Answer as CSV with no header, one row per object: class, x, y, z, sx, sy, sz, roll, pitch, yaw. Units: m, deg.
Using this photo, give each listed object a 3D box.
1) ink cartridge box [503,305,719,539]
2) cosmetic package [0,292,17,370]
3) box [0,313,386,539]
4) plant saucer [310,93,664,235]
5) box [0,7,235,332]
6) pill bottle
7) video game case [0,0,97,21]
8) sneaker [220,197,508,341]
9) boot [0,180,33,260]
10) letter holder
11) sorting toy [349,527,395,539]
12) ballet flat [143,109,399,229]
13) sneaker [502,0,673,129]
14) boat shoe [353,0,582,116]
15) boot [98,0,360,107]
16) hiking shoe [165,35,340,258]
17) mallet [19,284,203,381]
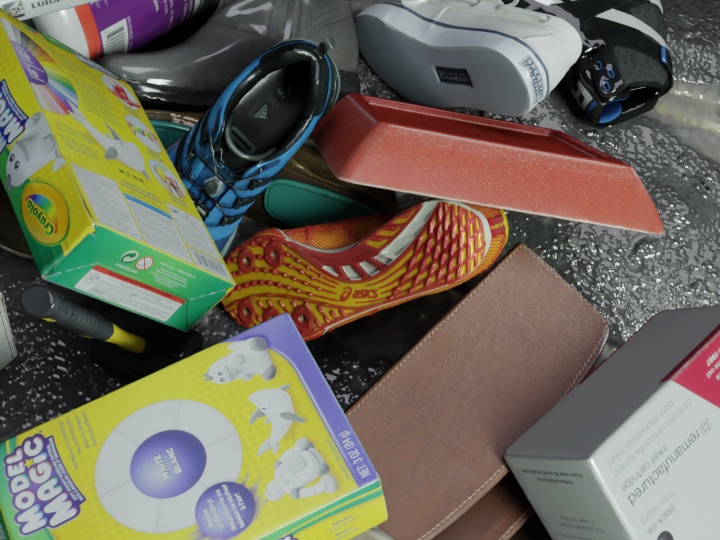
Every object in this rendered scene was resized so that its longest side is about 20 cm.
ink cartridge box,0.194,0.142,0.694,0.145,0.083,0.201,-37,102,-26
cosmetic package,-0.296,-0.015,0.755,0.199,0.083,0.051,40,61,15
box,-0.100,0.113,0.623,0.198,0.049,0.118,-26,53,-10
plant saucer,0.074,-0.075,0.795,0.197,0.200,0.037,10,103,-10
box,-0.156,-0.066,0.701,0.048,0.117,0.201,-40,56,16
pill bottle,-0.160,-0.221,0.880,0.199,0.113,0.112,-37,72,-26
video game case,-0.208,-0.234,0.804,0.180,0.024,0.201,-18,51,-13
sneaker,0.000,0.000,0.779,0.198,0.077,0.074,-9,91,25
boot,-0.212,-0.057,0.769,0.198,0.097,0.076,13,72,-15
letter holder,0.073,0.110,0.735,0.142,0.101,0.200,42,62,13
sorting toy,-0.083,0.189,0.646,0.180,0.107,0.200,43,65,10
ballet flat,-0.066,-0.072,0.844,0.197,0.068,0.073,16,38,0
sneaker,0.141,-0.162,0.920,0.197,0.073,0.113,0,58,-11
boat shoe,0.077,-0.165,0.865,0.086,0.075,0.201,-38,30,-20
boot,-0.088,-0.179,0.851,0.198,0.070,0.134,-6,100,-31
hiking shoe,-0.089,-0.064,0.759,0.074,0.087,0.201,36,90,-2
mallet,-0.132,0.036,0.690,0.065,0.200,0.042,17,82,3
